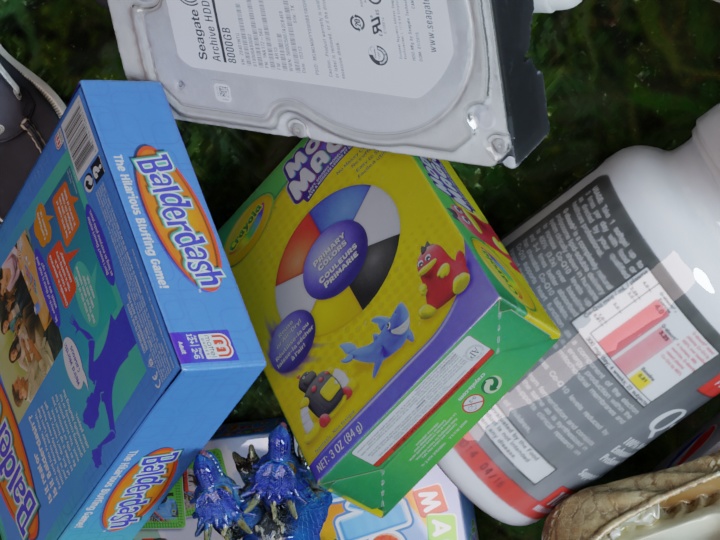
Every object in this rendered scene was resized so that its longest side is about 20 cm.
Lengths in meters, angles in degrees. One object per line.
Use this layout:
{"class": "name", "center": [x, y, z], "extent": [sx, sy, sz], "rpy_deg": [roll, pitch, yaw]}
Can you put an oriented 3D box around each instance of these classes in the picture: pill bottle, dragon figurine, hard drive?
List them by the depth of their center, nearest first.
{"class": "hard drive", "center": [-0.023, -0.121, 0.928], "extent": [0.200, 0.038, 0.140], "rpy_deg": [12, 127, 31]}
{"class": "pill bottle", "center": [0.117, 0.016, 0.993], "extent": [0.200, 0.116, 0.116], "rpy_deg": [-37, 91, 16]}
{"class": "dragon figurine", "center": [-0.037, 0.145, 1.003], "extent": [0.059, 0.099, 0.200], "rpy_deg": [0, 117, 12]}

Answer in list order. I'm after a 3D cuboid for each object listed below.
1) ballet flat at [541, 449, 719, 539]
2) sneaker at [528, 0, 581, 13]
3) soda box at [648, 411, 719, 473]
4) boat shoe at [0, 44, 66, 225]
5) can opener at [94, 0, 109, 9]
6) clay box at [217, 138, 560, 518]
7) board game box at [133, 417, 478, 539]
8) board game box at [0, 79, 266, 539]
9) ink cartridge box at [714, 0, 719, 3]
{"class": "ballet flat", "center": [0.174, 0.105, 0.950], "extent": [0.200, 0.065, 0.071], "rpy_deg": [-25, 118, 17]}
{"class": "sneaker", "center": [0.133, -0.190, 0.886], "extent": [0.116, 0.074, 0.200], "rpy_deg": [17, 103, 11]}
{"class": "soda box", "center": [0.149, 0.129, 1.032], "extent": [0.200, 0.068, 0.063], "rpy_deg": [-43, 90, 15]}
{"class": "boat shoe", "center": [-0.196, -0.084, 1.049], "extent": [0.073, 0.063, 0.200], "rpy_deg": [-20, 111, 24]}
{"class": "can opener", "center": [-0.141, -0.166, 1.037], "extent": [0.200, 0.067, 0.053], "rpy_deg": [26, 104, -1]}
{"class": "clay box", "center": [0.000, 0.000, 0.984], "extent": [0.048, 0.200, 0.115], "rpy_deg": [31, 109, -39]}
{"class": "board game box", "center": [-0.040, 0.149, 1.091], "extent": [0.200, 0.037, 0.151], "rpy_deg": [-8, 99, 12]}
{"class": "board game box", "center": [-0.123, 0.034, 1.001], "extent": [0.200, 0.045, 0.152], "rpy_deg": [-51, 51, 44]}
{"class": "ink cartridge box", "center": [0.118, -0.217, 0.966], "extent": [0.200, 0.084, 0.145], "rpy_deg": [25, 104, 5]}
